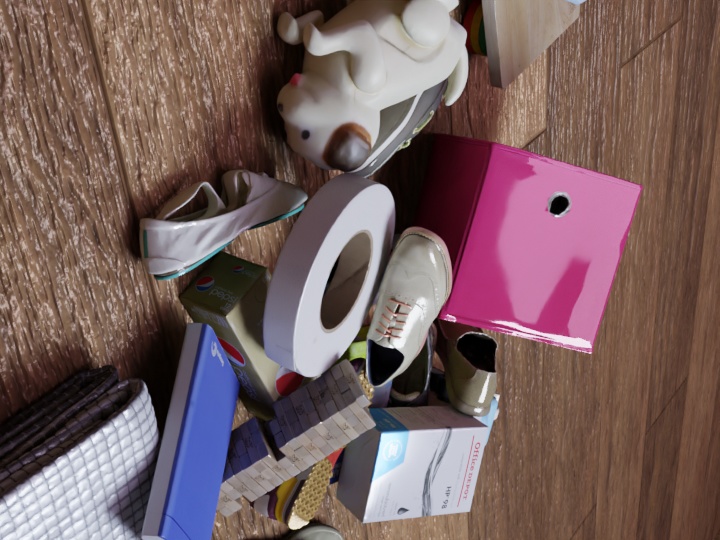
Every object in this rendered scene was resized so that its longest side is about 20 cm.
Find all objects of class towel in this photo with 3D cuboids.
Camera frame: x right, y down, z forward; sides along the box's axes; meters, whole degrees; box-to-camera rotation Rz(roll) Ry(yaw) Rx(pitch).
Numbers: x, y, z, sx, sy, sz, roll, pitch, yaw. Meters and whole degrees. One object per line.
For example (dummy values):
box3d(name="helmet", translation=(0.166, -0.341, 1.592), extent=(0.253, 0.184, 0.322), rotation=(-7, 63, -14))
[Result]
box3d(name="towel", translation=(-0.255, 0.196, 0.856), extent=(0.200, 0.085, 0.166), rotation=(-38, 136, -42))

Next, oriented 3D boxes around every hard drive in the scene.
box3d(name="hard drive", translation=(-0.152, 0.168, 0.943), extent=(0.132, 0.025, 0.201), rotation=(77, 17, -57))

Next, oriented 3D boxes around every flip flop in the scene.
box3d(name="flip flop", translation=(-0.081, 0.351, 1.208), extent=(0.200, 0.057, 0.081), rotation=(12, 96, -57))

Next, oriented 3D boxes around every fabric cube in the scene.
box3d(name="fabric cube", translation=(0.177, -0.037, 1.198), extent=(0.196, 0.200, 0.200), rotation=(14, 96, -16))

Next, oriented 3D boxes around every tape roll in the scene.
box3d(name="tape roll", translation=(-0.028, 0.006, 0.989), extent=(0.203, 0.037, 0.203), rotation=(-53, 156, -36))

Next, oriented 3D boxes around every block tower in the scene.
box3d(name="block tower", translation=(-0.079, 0.172, 1.030), extent=(0.200, 0.054, 0.058), rotation=(-32, 137, 3))

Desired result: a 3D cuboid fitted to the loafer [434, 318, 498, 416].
box3d(name="loafer", translation=(0.139, 0.098, 1.299), extent=(0.076, 0.200, 0.068), rotation=(14, 124, -22))

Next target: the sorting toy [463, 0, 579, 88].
box3d(name="sorting toy", translation=(0.185, -0.358, 1.231), extent=(0.199, 0.069, 0.200), rotation=(-45, 140, -33))

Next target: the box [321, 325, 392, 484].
box3d(name="box", translation=(-0.019, 0.171, 1.219), extent=(0.122, 0.048, 0.201), rotation=(-6, 110, -54))

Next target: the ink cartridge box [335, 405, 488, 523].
box3d(name="ink cartridge box", translation=(0.079, 0.228, 1.223), extent=(0.199, 0.067, 0.116), rotation=(3, 105, -33))

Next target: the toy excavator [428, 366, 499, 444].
box3d(name="toy excavator", translation=(0.144, 0.195, 1.407), extent=(0.199, 0.194, 0.100), rotation=(15, 94, -29))

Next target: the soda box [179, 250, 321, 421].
box3d(name="soda box", translation=(-0.104, 0.075, 1.031), extent=(0.068, 0.064, 0.200), rotation=(-52, 143, -27))

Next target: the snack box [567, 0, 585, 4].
box3d(name="snack box", translation=(0.193, -0.411, 1.103), extent=(0.168, 0.068, 0.201), rotation=(12, 70, -31))

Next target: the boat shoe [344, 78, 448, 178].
box3d(name="boat shoe", translation=(0.041, -0.168, 1.114), extent=(0.202, 0.072, 0.060), rotation=(-58, 140, -26))

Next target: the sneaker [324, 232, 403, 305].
box3d(name="sneaker", translation=(0.000, 0.000, 1.140), extent=(0.200, 0.074, 0.080), rotation=(-35, 128, -42))

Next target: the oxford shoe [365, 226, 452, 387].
box3d(name="oxford shoe", translation=(0.047, 0.044, 1.065), extent=(0.074, 0.071, 0.200), rotation=(-55, 161, -46))

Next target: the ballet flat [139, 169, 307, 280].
box3d(name="ballet flat", translation=(-0.124, -0.057, 0.944), extent=(0.200, 0.069, 0.070), rotation=(-33, 131, -43))

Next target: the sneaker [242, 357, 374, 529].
box3d(name="sneaker", translation=(-0.061, 0.175, 1.118), extent=(0.200, 0.090, 0.075), rotation=(-61, 153, -15))

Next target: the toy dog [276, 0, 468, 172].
box3d(name="toy dog", translation=(-0.001, -0.192, 0.992), extent=(0.200, 0.139, 0.194), rotation=(-52, 137, -5))

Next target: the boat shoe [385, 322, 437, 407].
box3d(name="boat shoe", translation=(0.052, 0.154, 1.280), extent=(0.066, 0.071, 0.202), rotation=(7, 95, -79))
